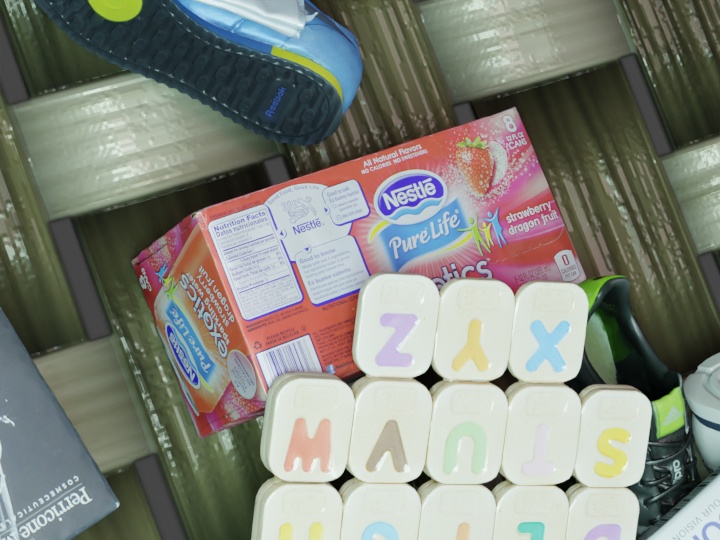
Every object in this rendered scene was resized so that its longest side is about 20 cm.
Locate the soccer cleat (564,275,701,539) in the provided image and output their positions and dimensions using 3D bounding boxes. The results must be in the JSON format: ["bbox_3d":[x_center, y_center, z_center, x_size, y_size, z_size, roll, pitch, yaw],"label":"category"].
[{"bbox_3d":[0.149,0.099,1.069,0.067,0.081,0.201,-21,85,-30],"label":"soccer cleat"}]

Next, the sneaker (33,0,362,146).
[{"bbox_3d":[-0.088,-0.140,1.037,0.199,0.066,0.079,28,44,-14],"label":"sneaker"}]

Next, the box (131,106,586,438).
[{"bbox_3d":[0.000,0.000,1.014,0.199,0.095,0.100,-20,86,-30],"label":"box"}]

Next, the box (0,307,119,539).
[{"bbox_3d":[-0.240,0.082,0.861,0.199,0.104,0.183,-33,92,-31],"label":"box"}]

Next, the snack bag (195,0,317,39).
[{"bbox_3d":[-0.122,-0.199,1.006,0.199,0.021,0.189,15,39,-21],"label":"snack bag"}]

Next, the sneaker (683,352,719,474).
[{"bbox_3d":[0.257,0.109,1.056,0.076,0.200,0.081,-29,126,-26],"label":"sneaker"}]

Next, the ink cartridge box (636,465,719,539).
[{"bbox_3d":[0.190,0.225,1.012,0.199,0.041,0.200,-40,84,-6],"label":"ink cartridge box"}]

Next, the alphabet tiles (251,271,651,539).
[{"bbox_3d":[0.046,0.100,0.958,0.198,0.015,0.197,3,100,-22],"label":"alphabet tiles"}]
